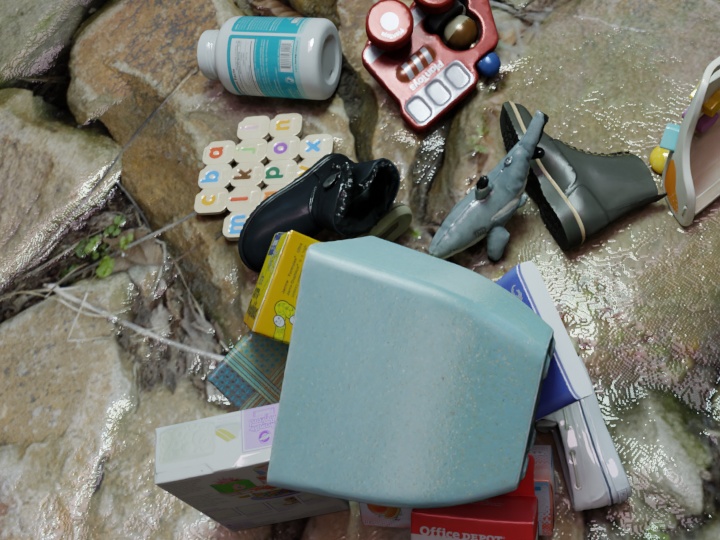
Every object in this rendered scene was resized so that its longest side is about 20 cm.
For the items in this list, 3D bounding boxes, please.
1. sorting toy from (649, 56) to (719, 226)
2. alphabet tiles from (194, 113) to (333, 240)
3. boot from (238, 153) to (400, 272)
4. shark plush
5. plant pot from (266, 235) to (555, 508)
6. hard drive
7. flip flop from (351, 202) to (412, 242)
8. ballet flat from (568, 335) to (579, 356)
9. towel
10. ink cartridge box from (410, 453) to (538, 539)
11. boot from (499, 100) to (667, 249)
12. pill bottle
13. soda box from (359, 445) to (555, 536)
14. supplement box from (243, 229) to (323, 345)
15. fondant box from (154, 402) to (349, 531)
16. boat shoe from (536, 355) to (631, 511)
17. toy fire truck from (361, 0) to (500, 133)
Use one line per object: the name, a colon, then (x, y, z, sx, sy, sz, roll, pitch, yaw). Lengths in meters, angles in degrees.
sorting toy: (0.412, -0.183, 0.902, 0.199, 0.181, 0.107, -36, 59, -6)
alphabet tiles: (-0.133, -0.132, 1.124, 0.192, 0.015, 0.203, -3, 62, 11)
boot: (-0.055, -0.067, 0.983, 0.200, 0.077, 0.168, -44, 23, -9)
shark plush: (0.160, -0.088, 0.939, 0.200, 0.083, 0.092, -45, 60, 30)
plant pot: (0.058, 0.091, 0.694, 0.197, 0.195, 0.200, 13, 98, 16)
hard drive: (0.139, 0.094, 0.814, 0.025, 0.200, 0.134, -13, 71, -28)
flip flop: (0.000, 0.000, 0.988, 0.058, 0.081, 0.200, 43, 74, 15)
ballet flat: (0.161, 0.057, 0.867, 0.057, 0.066, 0.199, -51, 29, -12)
towel: (-0.058, 0.098, 0.928, 0.147, 0.022, 0.200, 45, 81, -10)
ink cartridge box: (0.107, 0.276, 0.753, 0.114, 0.067, 0.204, -1, 95, 15)
boot: (0.266, -0.137, 0.989, 0.136, 0.078, 0.203, -23, 72, -2)
pill bottle: (-0.133, -0.308, 1.162, 0.197, 0.111, 0.112, 8, 65, 19)
soda box: (0.098, 0.220, 0.825, 0.196, 0.065, 0.068, -1, 18, 16)
supplement box: (-0.014, 0.044, 0.871, 0.197, 0.109, 0.111, 22, 86, -13)
fondant box: (-0.103, 0.206, 0.826, 0.142, 0.201, 0.059, -13, 59, 8)
boat shoe: (0.213, 0.148, 0.841, 0.066, 0.074, 0.203, -19, 60, 2)
toy fire truck: (0.103, -0.307, 1.111, 0.199, 0.112, 0.169, -39, 83, -7)
